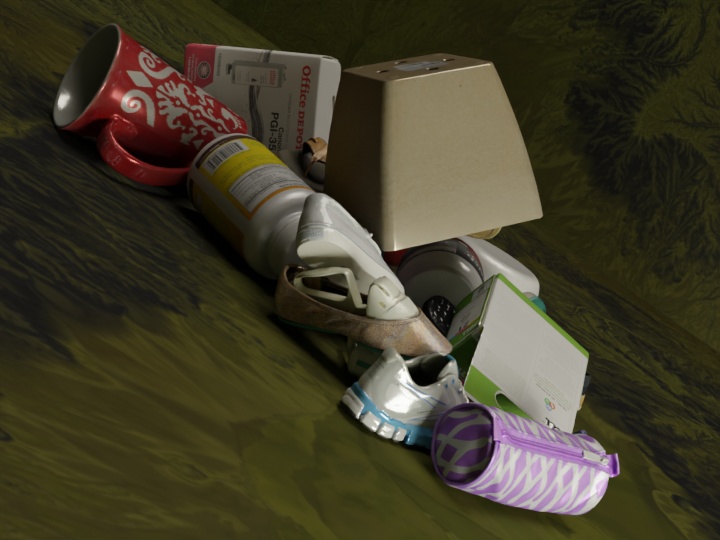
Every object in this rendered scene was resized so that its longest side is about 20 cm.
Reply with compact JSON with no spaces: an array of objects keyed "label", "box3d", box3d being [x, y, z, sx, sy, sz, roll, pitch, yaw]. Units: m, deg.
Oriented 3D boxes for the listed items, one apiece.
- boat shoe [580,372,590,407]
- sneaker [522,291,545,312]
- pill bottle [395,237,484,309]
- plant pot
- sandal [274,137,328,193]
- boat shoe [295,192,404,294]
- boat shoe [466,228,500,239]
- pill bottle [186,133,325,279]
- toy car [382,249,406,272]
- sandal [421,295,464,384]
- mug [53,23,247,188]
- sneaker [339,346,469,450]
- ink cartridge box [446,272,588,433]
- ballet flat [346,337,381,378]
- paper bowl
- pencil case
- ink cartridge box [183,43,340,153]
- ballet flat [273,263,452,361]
[{"label":"boat shoe","box3d":[0.212,0.112,1.631,0.199,0.063,0.075,32,13,0]},{"label":"sneaker","box3d":[0.195,0.087,1.538,0.080,0.072,0.200,39,29,14]},{"label":"pill bottle","box3d":[0.096,0.027,1.536,0.115,0.116,0.200,32,12,-2]},{"label":"plant pot","box3d":[0.070,-0.146,1.423,0.198,0.179,0.200,-13,17,-20]},{"label":"sandal","box3d":[-0.042,-0.132,1.539,0.082,0.055,0.199,47,26,17]},{"label":"boat shoe","box3d":[-0.010,-0.017,1.306,0.071,0.069,0.200,-11,-28,28]},{"label":"boat shoe","box3d":[0.089,-0.091,1.586,0.200,0.073,0.063,32,36,-8]},{"label":"pill bottle","box3d":[-0.105,-0.064,1.390,0.109,0.110,0.200,20,17,-46]},{"label":"toy car","box3d":[0.017,-0.115,1.692,0.176,0.201,0.184,34,11,9]},{"label":"sandal","box3d":[0.135,0.114,1.420,0.200,0.045,0.075,47,32,-2]},{"label":"mug","box3d":[-0.247,-0.162,1.468,0.199,0.179,0.133,30,-29,-35]},{"label":"sneaker","box3d":[0.078,0.125,1.169,0.199,0.087,0.075,24,13,-41]},{"label":"ink cartridge box","box3d":[0.157,0.122,1.332,0.148,0.076,0.201,41,38,-12]},{"label":"ballet flat","box3d":[0.020,0.073,1.303,0.069,0.070,0.200,32,13,-1]},{"label":"paper bowl","box3d":[0.176,0.022,1.798,0.200,0.105,0.201,30,12,-7]},{"label":"pencil case","box3d":[0.154,0.176,1.153,0.085,0.085,0.199,-18,-25,42]},{"label":"ink cartridge box","box3d":[-0.137,-0.225,1.693,0.198,0.148,0.083,7,7,16]},{"label":"ballet flat","box3d":[-0.002,0.035,1.213,0.198,0.068,0.068,13,21,25]}]
